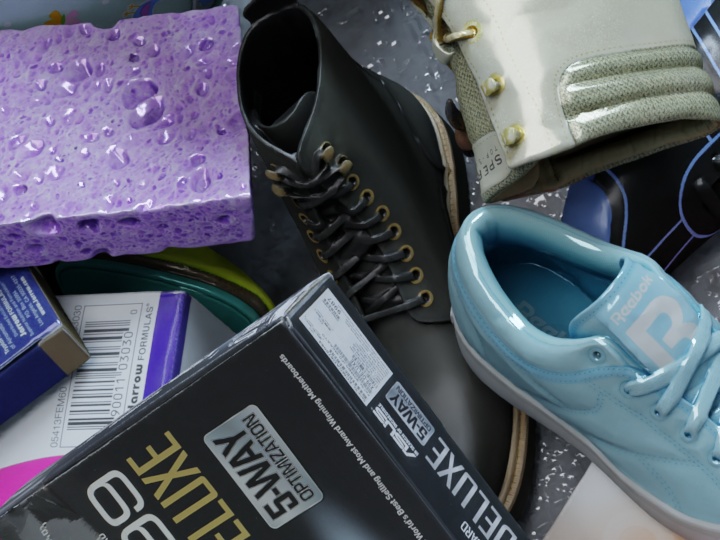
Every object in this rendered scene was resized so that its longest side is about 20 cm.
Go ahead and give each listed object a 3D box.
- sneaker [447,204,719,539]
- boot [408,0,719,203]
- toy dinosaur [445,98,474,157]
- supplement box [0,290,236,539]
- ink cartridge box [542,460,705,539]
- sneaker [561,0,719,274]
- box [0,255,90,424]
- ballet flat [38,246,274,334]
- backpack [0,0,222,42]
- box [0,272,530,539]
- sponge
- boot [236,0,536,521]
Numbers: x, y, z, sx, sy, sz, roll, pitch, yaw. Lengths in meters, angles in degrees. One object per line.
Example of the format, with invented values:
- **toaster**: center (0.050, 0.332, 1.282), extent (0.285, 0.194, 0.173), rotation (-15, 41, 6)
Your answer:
- **sneaker**: center (0.109, 0.040, 1.052), extent (0.199, 0.082, 0.074), rotation (27, 69, 25)
- **boot**: center (0.027, -0.100, 1.083), extent (0.199, 0.072, 0.156), rotation (-11, 80, -2)
- **toy dinosaur**: center (0.061, -0.159, 1.169), extent (0.086, 0.201, 0.135), rotation (-7, 22, 49)
- **supplement box**: center (-0.146, 0.075, 1.196), extent (0.199, 0.103, 0.102), rotation (-2, 68, 24)
- **ink cartridge box**: center (0.171, 0.087, 1.070), extent (0.162, 0.050, 0.201), rotation (30, 87, 32)
- **sneaker**: center (0.152, -0.066, 1.131), extent (0.078, 0.070, 0.201), rotation (23, 80, 36)
- **box**: center (-0.216, 0.048, 1.157), extent (0.200, 0.032, 0.121), rotation (-36, 52, 0)
- **ballet flat**: center (-0.121, -0.001, 1.243), extent (0.199, 0.067, 0.067), rotation (-3, 47, 27)
- **backpack**: center (-0.141, -0.158, 1.235), extent (0.175, 0.200, 0.154), rotation (-17, 66, 5)
- **box**: center (-0.016, 0.123, 1.055), extent (0.157, 0.050, 0.200), rotation (-34, 97, 29)
- **sponge**: center (-0.143, -0.049, 1.152), extent (0.199, 0.030, 0.112), rotation (-6, 48, 1)
- **boot**: center (0.000, 0.000, 1.135), extent (0.077, 0.138, 0.201), rotation (-24, 61, 15)
